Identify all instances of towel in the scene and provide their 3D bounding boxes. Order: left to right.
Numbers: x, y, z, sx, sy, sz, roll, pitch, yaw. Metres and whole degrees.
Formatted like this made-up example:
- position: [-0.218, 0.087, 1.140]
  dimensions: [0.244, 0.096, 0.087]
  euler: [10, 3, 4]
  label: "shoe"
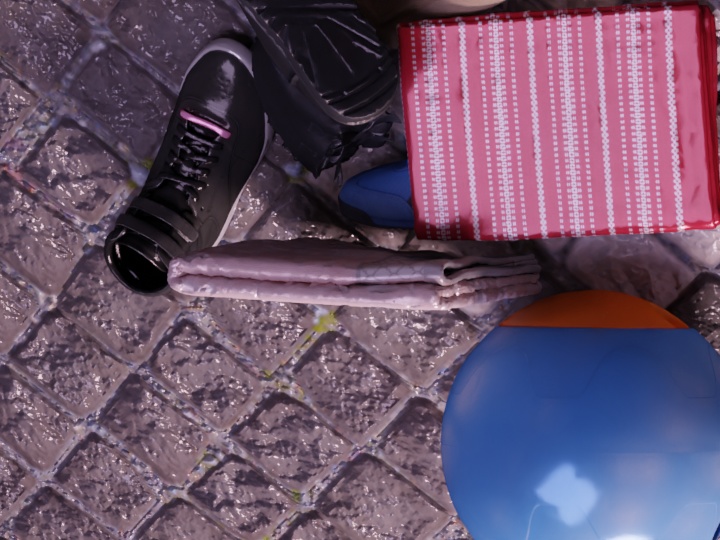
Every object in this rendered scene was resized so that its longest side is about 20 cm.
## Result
- position: [0.000, 0.000, 1.785]
  dimensions: [0.190, 0.200, 0.032]
  euler: [3, 93, 22]
  label: "towel"
- position: [0.125, -0.092, 1.707]
  dimensions: [0.199, 0.022, 0.145]
  euler: [-2, 102, 15]
  label: "towel"

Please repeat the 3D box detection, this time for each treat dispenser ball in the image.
- position: [0.152, 0.114, 1.785]
  dimensions: [0.200, 0.201, 0.202]
  euler: [14, 130, 17]
  label: "treat dispenser ball"

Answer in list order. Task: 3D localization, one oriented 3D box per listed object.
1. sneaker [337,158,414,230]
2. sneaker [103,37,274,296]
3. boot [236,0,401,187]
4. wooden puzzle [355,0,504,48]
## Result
- position: [0.075, -0.072, 1.780]
  dimensions: [0.199, 0.066, 0.079]
  euler: [-3, 112, 27]
  label: "sneaker"
- position: [-0.117, -0.061, 1.858]
  dimensions: [0.071, 0.099, 0.200]
  euler: [28, 131, 8]
  label: "sneaker"
- position: [-0.044, -0.155, 1.736]
  dimensions: [0.199, 0.073, 0.162]
  euler: [58, 169, 4]
  label: "boot"
- position: [0.017, -0.234, 1.679]
  dimensions: [0.200, 0.037, 0.185]
  euler: [45, 147, -16]
  label: "wooden puzzle"
